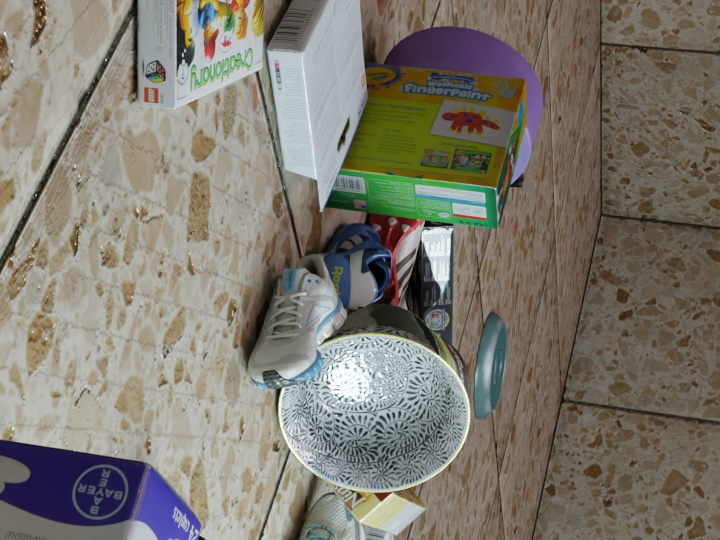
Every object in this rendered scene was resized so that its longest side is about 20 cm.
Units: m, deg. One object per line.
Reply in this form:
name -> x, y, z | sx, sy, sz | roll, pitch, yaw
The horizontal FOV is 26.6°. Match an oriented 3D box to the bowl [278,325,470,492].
bowl -> 0.015, 0.129, 1.623 | 0.094, 0.200, 0.201 | -86, 176, -62

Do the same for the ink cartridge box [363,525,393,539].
ink cartridge box -> 0.010, 0.462, 2.007 | 0.200, 0.043, 0.197 | 78, 23, -48

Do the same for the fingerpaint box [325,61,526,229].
fingerpaint box -> 0.070, -0.139, 1.664 | 0.073, 0.200, 0.167 | 80, 22, -51

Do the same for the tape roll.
tape roll -> 0.110, -0.184, 1.797 | 0.200, 0.200, 0.085 | 81, 23, -48

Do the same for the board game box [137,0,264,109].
board game box -> -0.124, -0.209, 1.218 | 0.200, 0.035, 0.126 | -46, 141, -67

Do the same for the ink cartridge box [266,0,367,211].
ink cartridge box -> -0.040, -0.197, 1.535 | 0.197, 0.043, 0.200 | -70, 163, -45

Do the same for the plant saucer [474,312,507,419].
plant saucer -> 0.245, 0.178, 2.823 | 0.200, 0.027, 0.200 | 7, 90, -75

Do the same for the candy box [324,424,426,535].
candy box -> 0.005, 0.239, 1.757 | 0.055, 0.115, 0.200 | -40, 161, 2

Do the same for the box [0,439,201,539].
box -> -0.206, 0.196, 0.805 | 0.105, 0.184, 0.200 | 71, 30, -62

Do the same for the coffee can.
coffee can -> 0.041, 0.128, 1.789 | 0.200, 0.146, 0.147 | 39, 59, -73

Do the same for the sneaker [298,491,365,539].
sneaker -> -0.048, 0.332, 1.688 | 0.086, 0.077, 0.200 | 69, 31, -55

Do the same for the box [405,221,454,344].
box -> 0.089, -0.005, 2.003 | 0.160, 0.044, 0.200 | -101, -172, -60

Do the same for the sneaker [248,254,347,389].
sneaker -> -0.070, 0.046, 1.507 | 0.200, 0.075, 0.087 | -67, 150, -62

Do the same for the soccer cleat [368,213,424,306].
soccer cleat -> 0.038, -0.024, 1.877 | 0.085, 0.069, 0.200 | 87, 16, -72

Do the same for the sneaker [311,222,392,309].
sneaker -> 0.000, 0.000, 1.699 | 0.200, 0.082, 0.074 | -51, 144, -67

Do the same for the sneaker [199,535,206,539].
sneaker -> -0.181, 0.294, 1.215 | 0.090, 0.078, 0.200 | 109, 2, -56

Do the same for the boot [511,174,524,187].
boot -> 0.252, -0.235, 2.598 | 0.200, 0.069, 0.174 | 19, 75, -83
